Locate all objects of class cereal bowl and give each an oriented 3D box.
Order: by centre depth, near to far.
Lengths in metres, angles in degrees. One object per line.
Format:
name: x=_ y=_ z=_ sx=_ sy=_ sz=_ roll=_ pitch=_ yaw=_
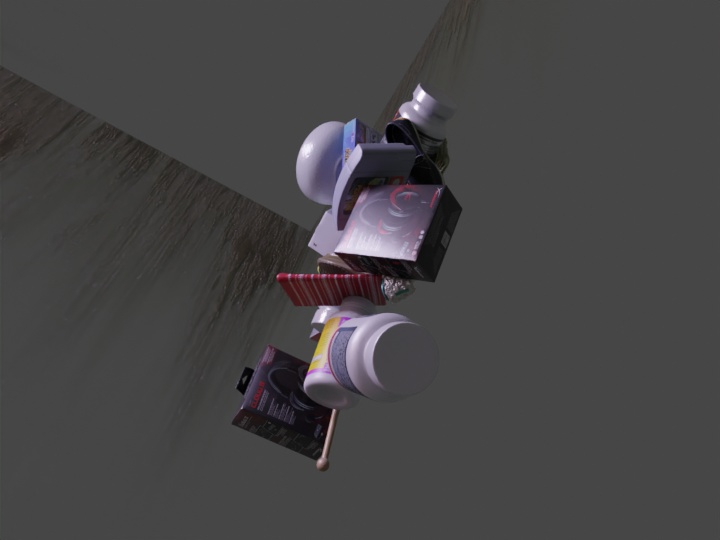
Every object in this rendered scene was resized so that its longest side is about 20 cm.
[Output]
cereal bowl: x=-0.051 y=-0.247 z=1.269 sx=0.083 sy=0.200 sz=0.201 roll=31 pitch=94 yaw=38

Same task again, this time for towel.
towel: x=-0.052 y=0.036 z=1.028 sx=0.145 sy=0.198 sz=0.023 roll=74 pitch=-164 yaw=-66
towel: x=0.154 y=-0.221 z=1.206 sx=0.149 sy=0.036 sz=0.200 roll=-58 pitch=13 yaw=30

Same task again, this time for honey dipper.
honey dipper: x=-0.049 y=0.269 z=0.977 sx=0.038 sy=0.038 sz=0.201 roll=-50 pitch=18 yaw=48

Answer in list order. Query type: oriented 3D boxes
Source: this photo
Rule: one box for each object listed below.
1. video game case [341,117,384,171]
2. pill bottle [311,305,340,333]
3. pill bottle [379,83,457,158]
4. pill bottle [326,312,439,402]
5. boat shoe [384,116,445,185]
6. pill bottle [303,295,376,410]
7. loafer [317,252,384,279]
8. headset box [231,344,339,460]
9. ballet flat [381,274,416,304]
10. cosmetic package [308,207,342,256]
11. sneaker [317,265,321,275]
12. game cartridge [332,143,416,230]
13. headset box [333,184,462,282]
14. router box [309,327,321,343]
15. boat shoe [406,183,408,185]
video game case: x=0.035 y=-0.220 z=1.227 sx=0.045 sy=0.181 sz=0.201 roll=-16 pitch=63 yaw=42
pill bottle: x=-0.029 y=0.050 z=1.200 sx=0.201 sy=0.114 sz=0.114 roll=-67 pitch=12 yaw=-22
pill bottle: x=0.114 y=-0.284 z=1.133 sx=0.201 sy=0.115 sz=0.116 roll=-58 pitch=12 yaw=31
pill bottle: x=0.029 y=0.121 z=0.742 sx=0.120 sy=0.119 sz=0.200 roll=-65 pitch=11 yaw=-13
boat shoe: x=0.104 y=-0.209 z=1.044 sx=0.074 sy=0.201 sz=0.062 roll=-28 pitch=-7 yaw=38
pill bottle: x=-0.028 y=0.147 z=0.987 sx=0.104 sy=0.104 sz=0.201 roll=-50 pitch=17 yaw=50
loafer: x=0.000 y=0.000 z=1.110 sx=0.068 sy=0.199 sz=0.076 roll=-51 pitch=-38 yaw=-36
headset box: x=-0.141 y=0.248 z=1.022 sx=0.077 sy=0.199 sz=0.149 roll=-53 pitch=14 yaw=43
ballet flat: x=0.085 y=-0.015 z=0.996 sx=0.072 sy=0.071 sz=0.201 roll=-54 pitch=16 yaw=38
cosmetic package: x=-0.043 y=-0.106 z=1.315 sx=0.102 sy=0.071 sz=0.200 roll=-59 pitch=-7 yaw=25
sneaker: x=-0.068 y=-0.040 z=1.471 sx=0.078 sy=0.091 sz=0.200 roll=-32 pitch=0 yaw=30
game cartridge: x=0.017 y=-0.154 z=1.020 sx=0.201 sy=0.132 sz=0.041 roll=111 pitch=147 yaw=-46
headset box: x=0.056 y=-0.070 z=0.929 sx=0.199 sy=0.075 sz=0.149 roll=9 pitch=66 yaw=40
router box: x=-0.055 y=0.089 z=1.400 sx=0.201 sy=0.049 sz=0.179 roll=-67 pitch=12 yaw=-22
boat shoe: x=0.090 y=-0.109 z=1.124 sx=0.201 sy=0.075 sz=0.060 roll=-63 pitch=14 yaw=4
